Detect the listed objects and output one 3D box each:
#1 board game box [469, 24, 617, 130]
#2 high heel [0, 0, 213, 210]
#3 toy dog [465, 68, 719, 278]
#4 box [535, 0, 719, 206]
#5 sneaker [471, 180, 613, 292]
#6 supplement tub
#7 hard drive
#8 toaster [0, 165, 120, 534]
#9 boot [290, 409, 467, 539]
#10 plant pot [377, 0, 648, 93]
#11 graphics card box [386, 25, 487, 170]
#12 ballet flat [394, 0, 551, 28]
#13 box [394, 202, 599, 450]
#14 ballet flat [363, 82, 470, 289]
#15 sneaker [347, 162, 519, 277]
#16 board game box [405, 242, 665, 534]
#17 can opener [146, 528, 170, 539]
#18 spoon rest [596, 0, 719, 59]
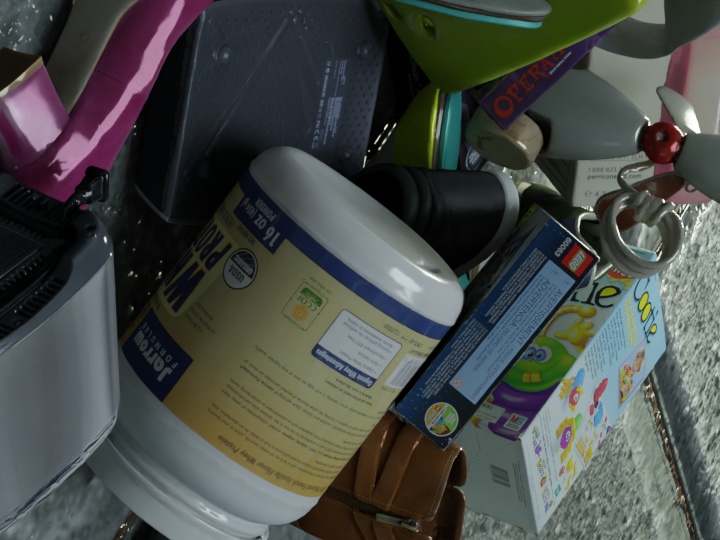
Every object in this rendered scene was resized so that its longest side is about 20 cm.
[{"bbox_3d":[0.141,-0.174,1.398,0.200,0.032,0.120,-43,-167,7],"label":"board game box"},{"bbox_3d":[-0.114,-0.106,1.207,0.200,0.067,0.096,-47,133,-30],"label":"high heel"},{"bbox_3d":[0.159,-0.081,1.505,0.132,0.200,0.096,-43,165,-10],"label":"toy dog"},{"bbox_3d":[0.186,-0.159,1.609,0.108,0.128,0.202,-1,114,-14],"label":"box"},{"bbox_3d":[0.138,-0.016,1.623,0.200,0.089,0.068,-32,132,-74],"label":"sneaker"},{"bbox_3d":[-0.052,0.048,1.290,0.200,0.144,0.144,-52,152,8],"label":"supplement tub"},{"bbox_3d":[-0.056,-0.098,1.347,0.199,0.042,0.136,-11,115,-58],"label":"hard drive"},{"bbox_3d":[-0.191,0.045,1.126,0.200,0.113,0.130,-42,143,-40],"label":"toaster"},{"bbox_3d":[-0.008,0.088,1.418,0.074,0.154,0.201,-47,142,-36],"label":"boot"},{"bbox_3d":[0.090,-0.248,1.333,0.182,0.199,0.199,46,59,-17],"label":"plant pot"},{"bbox_3d":[0.067,-0.169,1.512,0.126,0.051,0.201,-50,145,-35],"label":"graphics card box"},{"bbox_3d":[0.008,-0.174,1.260,0.067,0.198,0.064,-37,135,-73],"label":"ballet flat"},{"bbox_3d":[0.077,0.028,1.362,0.137,0.038,0.200,-52,-179,5],"label":"box"},{"bbox_3d":[0.033,-0.041,1.506,0.067,0.066,0.201,-70,161,-45],"label":"ballet flat"},{"bbox_3d":[0.000,0.000,1.432,0.099,0.071,0.200,13,134,-39],"label":"sneaker"},{"bbox_3d":[0.129,0.073,1.699,0.200,0.102,0.105,-50,144,-33],"label":"board game box"},{"bbox_3d":[-0.128,0.208,1.405,0.201,0.053,0.067,-61,-179,-19],"label":"can opener"},{"bbox_3d":[0.195,-0.166,1.400,0.061,0.200,0.100,45,67,-18],"label":"spoon rest"}]
